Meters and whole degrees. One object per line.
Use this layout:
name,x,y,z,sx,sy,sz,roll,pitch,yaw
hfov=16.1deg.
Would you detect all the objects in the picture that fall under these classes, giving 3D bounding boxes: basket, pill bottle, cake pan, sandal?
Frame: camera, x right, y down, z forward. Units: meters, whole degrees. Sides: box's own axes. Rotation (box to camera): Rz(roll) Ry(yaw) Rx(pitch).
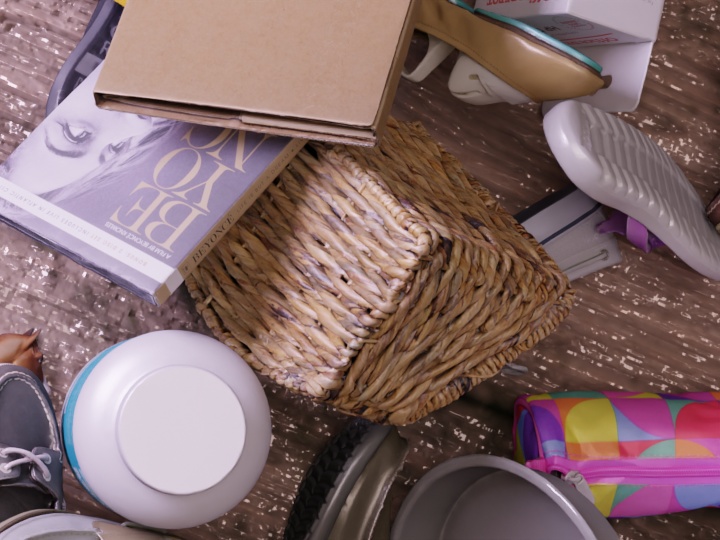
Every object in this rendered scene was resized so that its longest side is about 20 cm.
basket,0.000,0.000,1.479,0.149,0.200,0.143,17,112,-46
pill bottle,-0.111,0.090,1.442,0.111,0.200,0.111,1,87,-9
cake pan,0.093,0.203,1.487,0.037,0.200,0.201,-11,89,-41
sandal,0.159,-0.046,1.534,0.050,0.203,0.083,-29,52,23

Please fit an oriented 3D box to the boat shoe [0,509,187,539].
boat shoe,-0.136,0.173,1.442,0.200,0.068,0.075,8,81,-53

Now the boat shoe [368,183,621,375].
boat shoe,0.076,0.030,1.549,0.202,0.075,0.086,-32,96,-19

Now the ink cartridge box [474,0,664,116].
ink cartridge box,0.133,-0.199,1.537,0.068,0.115,0.200,15,84,-27

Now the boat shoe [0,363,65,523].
boat shoe,-0.197,0.152,1.454,0.067,0.057,0.200,10,80,-32

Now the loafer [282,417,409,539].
loafer,-0.013,0.181,1.525,0.070,0.075,0.200,23,93,-13

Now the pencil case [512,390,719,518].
pencil case,0.187,0.114,1.553,0.200,0.088,0.089,-3,87,-11

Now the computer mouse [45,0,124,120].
computer mouse,-0.119,-0.129,1.533,0.138,0.053,0.200,32,70,-5

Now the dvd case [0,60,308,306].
dvd case,-0.105,-0.081,1.442,0.149,0.016,0.200,27,66,33

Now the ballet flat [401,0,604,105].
ballet flat,0.060,-0.133,1.517,0.200,0.069,0.063,33,94,37

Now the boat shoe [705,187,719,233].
boat shoe,0.260,-0.114,1.588,0.072,0.072,0.200,32,78,1

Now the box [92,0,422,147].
box,-0.045,-0.163,1.424,0.163,0.021,0.200,8,58,14

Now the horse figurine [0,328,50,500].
horse figurine,-0.266,0.123,1.491,0.200,0.050,0.133,-16,96,-13

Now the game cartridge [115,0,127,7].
game cartridge,-0.058,-0.214,1.490,0.176,0.032,0.200,33,64,27
